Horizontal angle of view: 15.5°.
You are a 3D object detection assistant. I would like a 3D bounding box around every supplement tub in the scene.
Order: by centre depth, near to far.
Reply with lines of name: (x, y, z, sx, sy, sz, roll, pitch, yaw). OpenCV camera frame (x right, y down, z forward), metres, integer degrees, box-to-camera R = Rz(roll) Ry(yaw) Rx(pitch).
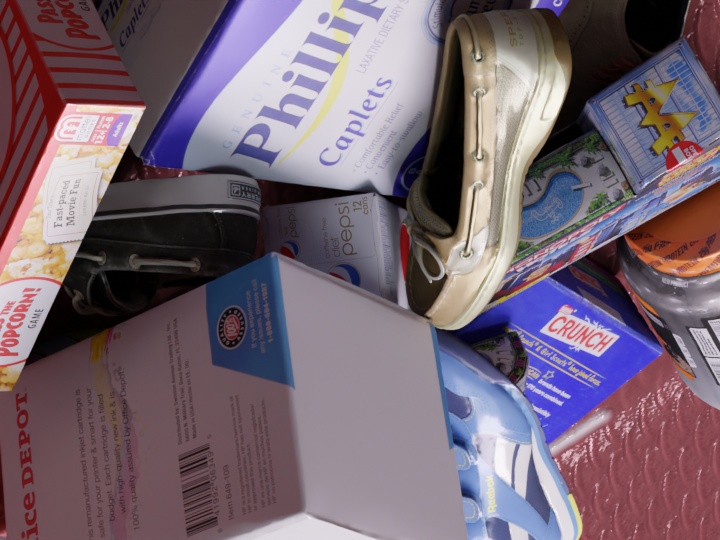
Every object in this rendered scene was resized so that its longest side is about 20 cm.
supplement tub: (0.237, 0.001, 1.700, 0.122, 0.123, 0.200, -30, 143, 4)

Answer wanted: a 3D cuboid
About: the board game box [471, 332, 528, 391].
board game box: (0.013, 0.116, 1.606, 0.200, 0.062, 0.200, -17, 142, -17)

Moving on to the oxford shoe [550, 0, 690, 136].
oxford shoe: (0.139, -0.132, 1.516, 0.070, 0.075, 0.200, -9, 141, -28)

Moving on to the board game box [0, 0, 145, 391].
board game box: (-0.185, -0.061, 1.334, 0.046, 0.152, 0.200, 1, 134, -33)

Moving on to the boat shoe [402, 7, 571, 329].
boat shoe: (0.052, -0.052, 1.390, 0.063, 0.073, 0.201, -1, 135, -24)

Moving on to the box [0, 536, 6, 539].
box: (-0.275, 0.214, 1.625, 0.200, 0.131, 0.199, -43, 141, 21)

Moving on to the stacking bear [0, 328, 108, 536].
stacking bear: (-0.138, 0.078, 1.572, 0.200, 0.121, 0.114, -16, 132, -30)

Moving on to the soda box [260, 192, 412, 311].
soda box: (0.000, 0.000, 1.519, 0.068, 0.064, 0.200, -7, 173, 11)

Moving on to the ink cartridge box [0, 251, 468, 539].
ink cartridge box: (-0.071, 0.107, 1.399, 0.200, 0.147, 0.146, -24, 151, 31)

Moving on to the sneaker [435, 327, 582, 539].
sneaker: (0.061, 0.112, 1.520, 0.082, 0.074, 0.200, -42, 126, -18)

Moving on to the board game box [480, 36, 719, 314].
board game box: (0.138, -0.059, 1.509, 0.200, 0.062, 0.200, -29, 171, -9)

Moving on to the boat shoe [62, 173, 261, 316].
boat shoe: (-0.138, -0.009, 1.422, 0.200, 0.064, 0.071, -8, 167, 41)

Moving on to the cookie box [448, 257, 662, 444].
cookie box: (0.068, 0.064, 1.708, 0.200, 0.075, 0.171, -39, 143, 16)

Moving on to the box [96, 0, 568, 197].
box: (-0.014, -0.141, 1.384, 0.200, 0.105, 0.184, 5, 132, -37)
